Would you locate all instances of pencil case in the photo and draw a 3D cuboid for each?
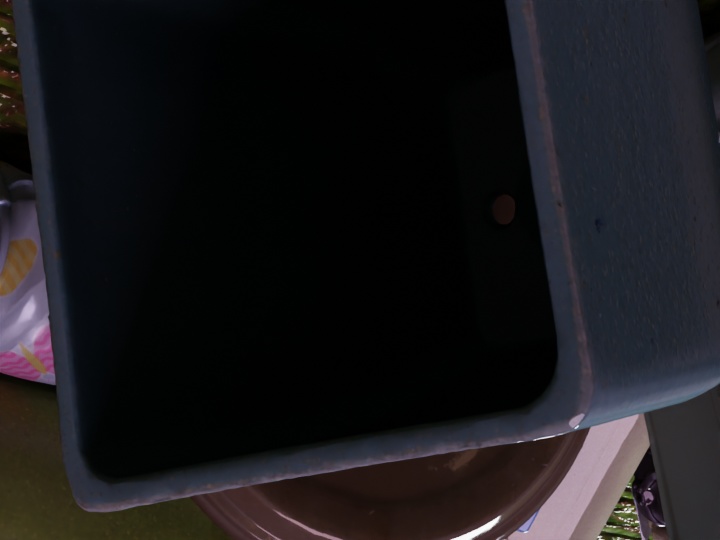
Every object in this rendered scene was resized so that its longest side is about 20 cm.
[{"bbox_3d":[-0.098,0.013,0.848,0.199,0.083,0.091,16,139,-38],"label":"pencil case"}]

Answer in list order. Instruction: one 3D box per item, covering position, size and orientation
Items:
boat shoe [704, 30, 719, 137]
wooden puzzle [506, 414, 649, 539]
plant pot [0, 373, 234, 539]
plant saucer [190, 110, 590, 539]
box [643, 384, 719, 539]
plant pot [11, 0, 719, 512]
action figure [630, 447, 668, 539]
[{"bbox_3d":[0.180,-0.090,0.746,0.199,0.074,0.065,-25,145,11],"label":"boat shoe"},{"bbox_3d":[0.034,0.118,0.999,0.199,0.046,0.186,17,119,-12],"label":"wooden puzzle"},{"bbox_3d":[-0.157,0.123,0.868,0.200,0.201,0.184,-27,137,34],"label":"plant pot"},{"bbox_3d":[0.010,0.025,0.777,0.199,0.201,0.029,0,178,-16],"label":"plant saucer"},{"bbox_3d":[0.237,0.100,0.944,0.130,0.201,0.199,-26,139,22],"label":"box"},{"bbox_3d":[0.028,-0.032,0.660,0.195,0.197,0.200,-13,170,34],"label":"plant pot"},{"bbox_3d":[0.185,0.142,1.073,0.069,0.200,0.131,-17,120,7],"label":"action figure"}]
